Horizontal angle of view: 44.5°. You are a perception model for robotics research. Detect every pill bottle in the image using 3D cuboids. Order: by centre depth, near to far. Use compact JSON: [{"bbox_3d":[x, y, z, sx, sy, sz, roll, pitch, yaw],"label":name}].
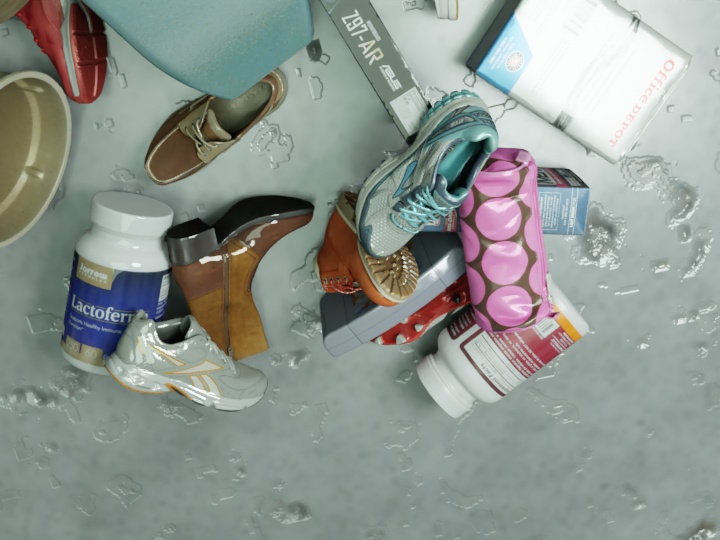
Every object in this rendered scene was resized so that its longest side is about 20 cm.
[{"bbox_3d":[-0.287,0.015,1.049,0.116,0.116,0.200,12,106,-6],"label":"pill bottle"},{"bbox_3d":[0.171,0.089,1.089,0.200,0.113,0.113,-39,105,11],"label":"pill bottle"}]

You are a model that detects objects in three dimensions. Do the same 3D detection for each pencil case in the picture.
[{"bbox_3d":[0.160,-0.035,0.959,0.094,0.091,0.200,3,116,35],"label":"pencil case"}]

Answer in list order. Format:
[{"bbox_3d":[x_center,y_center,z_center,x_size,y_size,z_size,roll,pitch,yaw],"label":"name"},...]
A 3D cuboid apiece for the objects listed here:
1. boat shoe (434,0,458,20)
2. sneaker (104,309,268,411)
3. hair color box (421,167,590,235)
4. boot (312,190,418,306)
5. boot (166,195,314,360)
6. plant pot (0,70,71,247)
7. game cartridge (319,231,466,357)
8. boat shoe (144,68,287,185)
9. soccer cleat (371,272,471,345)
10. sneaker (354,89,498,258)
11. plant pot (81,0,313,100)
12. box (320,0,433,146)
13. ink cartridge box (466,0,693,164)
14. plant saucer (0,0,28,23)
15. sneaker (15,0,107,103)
[{"bbox_3d":[0.059,-0.368,0.965,0.069,0.071,0.200,-16,99,4],"label":"boat shoe"},{"bbox_3d":[-0.188,0.102,1.026,0.200,0.076,0.092,17,105,-35],"label":"sneaker"},{"bbox_3d":[0.158,-0.086,1.039,0.200,0.100,0.061,1,109,-3],"label":"hair color box"},{"bbox_3d":[0.000,0.000,1.017,0.075,0.200,0.107,23,112,-27],"label":"boot"},{"bbox_3d":[-0.131,0.020,1.076,0.188,0.068,0.200,-25,124,-28],"label":"boot"},{"bbox_3d":[-0.453,-0.148,0.958,0.183,0.200,0.201,21,107,10],"label":"plant pot"},{"bbox_3d":[0.037,0.019,1.051,0.200,0.133,0.042,-35,106,8],"label":"game cartridge"},{"bbox_3d":[-0.173,-0.169,1.016,0.200,0.072,0.076,-39,105,10],"label":"boat shoe"},{"bbox_3d":[0.086,0.036,1.095,0.200,0.085,0.069,-31,88,30],"label":"soccer cleat"},{"bbox_3d":[0.064,-0.085,0.889,0.078,0.086,0.200,20,118,-31],"label":"sneaker"},{"bbox_3d":[-0.156,-0.300,0.917,0.196,0.196,0.200,-35,124,9],"label":"plant pot"},{"bbox_3d":[0.013,-0.241,0.953,0.044,0.160,0.200,-31,106,8],"label":"box"},{"bbox_3d":[0.245,-0.237,1.002,0.200,0.084,0.145,31,104,-11],"label":"ink cartridge box"},{"bbox_3d":[-0.371,-0.346,0.905,0.200,0.200,0.029,-49,146,12],"label":"plant saucer"},{"bbox_3d":[-0.360,-0.284,0.985,0.115,0.078,0.200,-3,102,13],"label":"sneaker"}]
